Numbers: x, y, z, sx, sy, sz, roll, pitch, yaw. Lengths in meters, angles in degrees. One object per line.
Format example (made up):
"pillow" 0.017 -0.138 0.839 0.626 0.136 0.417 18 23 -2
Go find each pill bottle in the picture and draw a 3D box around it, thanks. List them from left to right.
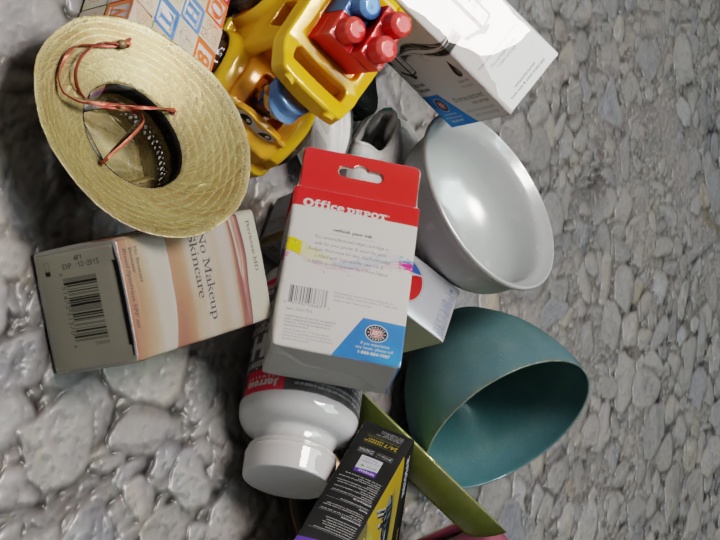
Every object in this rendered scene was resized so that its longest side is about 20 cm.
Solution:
"pill bottle" -0.051 0.102 1.566 0.111 0.110 0.201 44 46 -47

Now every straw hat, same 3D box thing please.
"straw hat" -0.194 -0.101 1.384 0.201 0.085 0.202 20 55 -31

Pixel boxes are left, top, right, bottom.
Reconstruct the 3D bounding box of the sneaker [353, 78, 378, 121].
"sneaker" 0.003 -0.247 1.745 0.200 0.115 0.075 65 33 -26

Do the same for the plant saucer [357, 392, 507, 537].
"plant saucer" 0.059 0.192 1.648 0.031 0.200 0.200 -47 137 -2

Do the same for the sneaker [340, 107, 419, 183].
"sneaker" 0.025 -0.132 1.754 0.200 0.075 0.089 -59 162 -62

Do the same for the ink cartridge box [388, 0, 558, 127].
"ink cartridge box" 0.069 -0.238 1.633 0.200 0.146 0.084 42 77 -14

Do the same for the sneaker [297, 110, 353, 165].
"sneaker" -0.076 -0.190 1.659 0.115 0.076 0.201 -1 81 -48

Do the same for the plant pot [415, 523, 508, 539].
"plant pot" 0.109 0.353 1.728 0.200 0.200 0.179 -20 83 -60

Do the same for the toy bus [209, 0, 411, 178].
"toy bus" -0.046 -0.186 1.520 0.136 0.192 0.200 43 71 -31

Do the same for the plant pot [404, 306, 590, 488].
"plant pot" 0.126 0.118 1.829 0.200 0.200 0.135 34 19 -53

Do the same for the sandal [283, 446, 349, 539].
"sandal" -0.025 0.195 1.646 0.082 0.054 0.200 57 38 -37

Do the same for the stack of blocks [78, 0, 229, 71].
"stack of blocks" -0.171 -0.250 1.495 0.115 0.058 0.200 48 44 -44

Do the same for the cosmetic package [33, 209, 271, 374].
"cosmetic package" -0.166 0.014 1.408 0.200 0.087 0.104 -20 99 -60

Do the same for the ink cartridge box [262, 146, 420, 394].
"ink cartridge box" -0.015 -0.001 1.523 0.067 0.116 0.201 112 -12 -62

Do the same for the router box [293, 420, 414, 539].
"router box" -0.013 0.260 1.551 0.200 0.052 0.157 96 20 -45

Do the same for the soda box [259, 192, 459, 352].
"soda box" 0.000 0.000 1.662 0.200 0.068 0.064 37 57 -27

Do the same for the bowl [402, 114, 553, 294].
"bowl" 0.101 -0.054 1.741 0.201 0.090 0.202 33 41 -35
